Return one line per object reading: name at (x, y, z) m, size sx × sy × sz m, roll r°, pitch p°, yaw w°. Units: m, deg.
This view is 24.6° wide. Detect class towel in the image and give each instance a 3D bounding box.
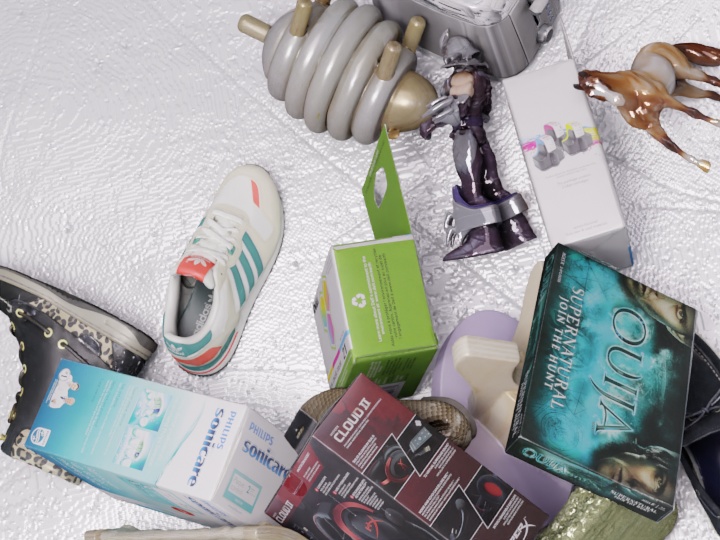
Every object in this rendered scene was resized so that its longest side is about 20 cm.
towel at (0.171, 0.239, 1.321) m, size 0.200 × 0.148 × 0.036 m, roll -49°, pitch 53°, yaw -6°

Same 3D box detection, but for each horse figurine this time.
horse figurine at (0.269, -0.156, 1.426) m, size 0.132 × 0.050 × 0.200 m, roll 31°, pitch 39°, yaw 13°

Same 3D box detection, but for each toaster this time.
toaster at (0.082, -0.266, 1.489) m, size 0.199 × 0.129 × 0.114 m, roll 29°, pitch 80°, yaw 17°

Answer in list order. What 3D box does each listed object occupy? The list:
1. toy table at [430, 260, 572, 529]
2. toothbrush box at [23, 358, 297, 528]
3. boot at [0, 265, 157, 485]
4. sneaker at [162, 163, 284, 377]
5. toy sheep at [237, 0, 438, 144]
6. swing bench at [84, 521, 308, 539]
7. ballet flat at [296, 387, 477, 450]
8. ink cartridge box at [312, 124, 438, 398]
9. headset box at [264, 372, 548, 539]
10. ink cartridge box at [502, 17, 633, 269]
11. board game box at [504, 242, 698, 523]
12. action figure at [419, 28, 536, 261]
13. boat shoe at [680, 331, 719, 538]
toy table at (0.140, 0.102, 1.349) m, size 0.183 × 0.117 × 0.201 m, roll -1°, pitch 61°, yaw -28°
toothbrush box at (-0.152, 0.154, 1.374) m, size 0.199 × 0.146 × 0.086 m, roll 10°, pitch 70°, yaw 30°
boot at (-0.300, 0.089, 1.489) m, size 0.203 × 0.073 × 0.154 m, roll 22°, pitch 82°, yaw 17°
sneaker at (-0.125, -0.008, 1.472) m, size 0.070 × 0.093 × 0.201 m, roll 16°, pitch 78°, yaw 14°
toy sheep at (-0.020, -0.185, 1.483) m, size 0.199 × 0.138 × 0.138 m, roll 31°, pitch 81°, yaw 11°
swing bench at (-0.123, 0.308, 1.324) m, size 0.198 × 0.129 × 0.201 m, roll -8°, pitch 68°, yaw 40°
ballet flat at (0.010, 0.133, 1.339) m, size 0.199 × 0.068 × 0.046 m, roll -4°, pitch 30°, yaw 46°
ink cartridge box at (0.000, 0.000, 1.411) m, size 0.075 × 0.148 × 0.201 m, roll -9°, pitch 71°, yaw -11°
headset box at (0.023, 0.180, 1.269) m, size 0.200 × 0.149 × 0.075 m, roll 36°, pitch 55°, yaw 6°
ink cartridge box at (0.175, -0.102, 1.431) m, size 0.067 × 0.115 × 0.201 m, roll -16°, pitch 71°, yaw 7°
board game box at (0.192, 0.084, 1.290) m, size 0.135 × 0.028 × 0.201 m, roll 25°, pitch 49°, yaw -10°
action figure at (0.094, -0.113, 1.442) m, size 0.069 × 0.130 × 0.201 m, roll -11°, pitch 89°, yaw 27°
boat shoe at (0.288, 0.130, 1.372) m, size 0.074 × 0.062 × 0.201 m, roll -21°, pitch 70°, yaw 6°
